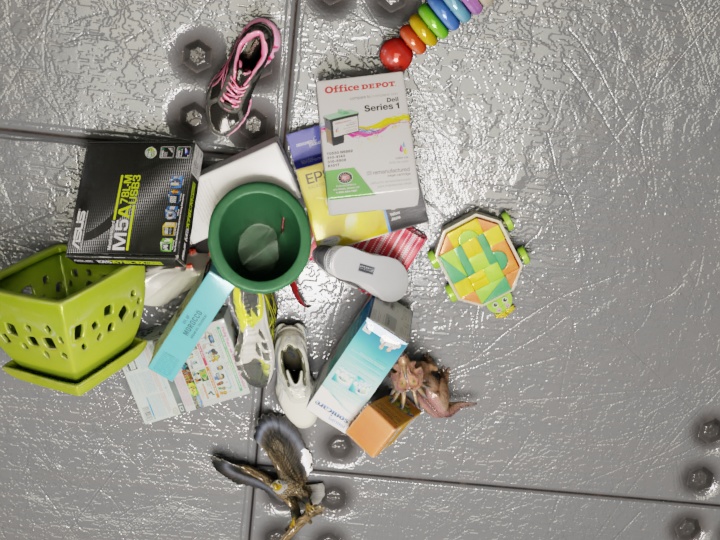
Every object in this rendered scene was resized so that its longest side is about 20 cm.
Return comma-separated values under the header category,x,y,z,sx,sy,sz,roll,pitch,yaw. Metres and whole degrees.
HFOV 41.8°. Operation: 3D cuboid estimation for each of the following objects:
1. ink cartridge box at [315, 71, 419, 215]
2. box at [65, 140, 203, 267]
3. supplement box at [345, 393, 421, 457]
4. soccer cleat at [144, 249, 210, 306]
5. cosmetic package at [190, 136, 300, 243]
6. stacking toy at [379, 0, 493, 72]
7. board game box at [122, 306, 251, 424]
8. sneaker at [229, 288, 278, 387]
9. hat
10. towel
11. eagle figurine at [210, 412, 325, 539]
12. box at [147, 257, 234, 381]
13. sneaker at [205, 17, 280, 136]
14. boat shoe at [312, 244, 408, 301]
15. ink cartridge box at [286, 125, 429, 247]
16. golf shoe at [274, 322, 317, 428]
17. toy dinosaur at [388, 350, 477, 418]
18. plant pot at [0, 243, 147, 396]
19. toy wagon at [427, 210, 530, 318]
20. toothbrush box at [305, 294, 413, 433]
category,x,y,z,sx,sy,sz,roll,pitch,yaw
ink cartridge box,0.009,-0.200,1.485,0.143,0.084,0.202,-6,74,-1
box,-0.357,-0.108,1.497,0.191,0.048,0.202,3,72,11
supplement box,0.043,0.258,1.614,0.066,0.200,0.069,40,99,12
soccer cleat,-0.319,0.018,1.605,0.198,0.070,0.078,-11,121,4
cosmetic package,-0.206,-0.133,1.555,0.198,0.074,0.103,-22,107,3
stacking toy,0.109,-0.391,1.484,0.199,0.086,0.085,-39,105,15
board game box,-0.304,0.165,1.648,0.198,0.064,0.149,-16,108,5
sneaker,-0.168,0.099,1.612,0.074,0.084,0.203,3,104,24
hat,-0.166,-0.034,1.564,0.164,0.176,0.203,-5,87,-7
towel,-0.003,-0.047,1.613,0.199,0.023,0.145,31,105,-11
eagle figurine,-0.150,0.373,1.701,0.151,0.151,0.200,-31,73,-32
box,-0.273,0.077,1.543,0.049,0.082,0.201,31,106,-14
sneaker,-0.193,-0.302,1.491,0.078,0.096,0.201,24,106,-11
boat shoe,0.000,0.000,1.567,0.199,0.067,0.073,17,91,-45
ink cartridge box,-0.003,-0.151,1.552,0.195,0.047,0.202,-17,104,-3
golf shoe,-0.117,0.196,1.646,0.077,0.097,0.202,-11,108,0
toy dinosaur,0.114,0.210,1.637,0.199,0.136,0.086,39,102,-13
plant pot,-0.471,0.082,1.523,0.198,0.199,0.184,10,117,27
toy wagon,0.214,-0.002,1.625,0.154,0.040,0.201,-27,106,7
toothbrush box,0.000,0.151,1.599,0.085,0.147,0.201,31,110,-4
